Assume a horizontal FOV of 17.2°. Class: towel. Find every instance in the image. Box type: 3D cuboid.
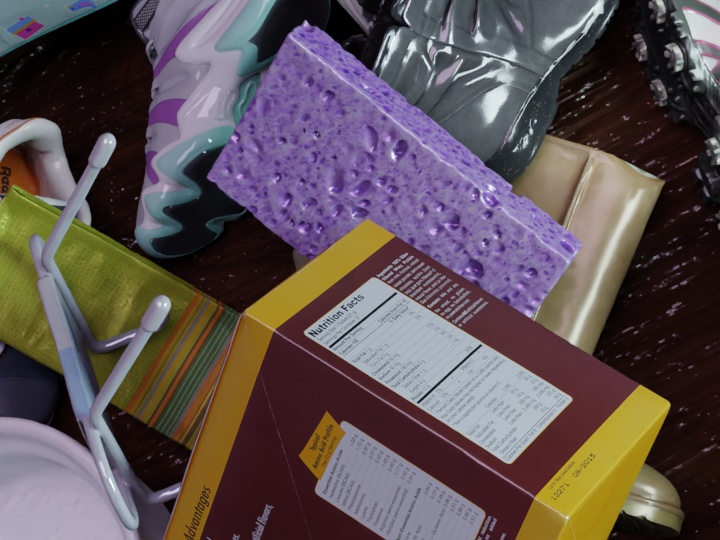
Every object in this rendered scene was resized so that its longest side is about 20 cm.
[{"bbox_3d":[-0.141,0.034,1.413,0.199,0.018,0.086,30,84,-9],"label":"towel"}]

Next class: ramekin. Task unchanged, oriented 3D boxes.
[{"bbox_3d":[-0.194,0.191,1.382,0.199,0.098,0.202,-4,79,22],"label":"ramekin"}]

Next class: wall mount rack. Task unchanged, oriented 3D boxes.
[{"bbox_3d":[-0.133,0.033,1.303,0.074,0.174,0.201,-21,54,-3],"label":"wall mount rack"}]

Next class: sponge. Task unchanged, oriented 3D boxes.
[{"bbox_3d":[0.016,-0.034,1.321,0.200,0.030,0.112,39,124,6],"label":"sponge"}]

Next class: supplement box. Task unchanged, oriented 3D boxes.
[{"bbox_3d":[0.023,0.120,1.278,0.199,0.133,0.198,32,125,16],"label":"supplement box"}]

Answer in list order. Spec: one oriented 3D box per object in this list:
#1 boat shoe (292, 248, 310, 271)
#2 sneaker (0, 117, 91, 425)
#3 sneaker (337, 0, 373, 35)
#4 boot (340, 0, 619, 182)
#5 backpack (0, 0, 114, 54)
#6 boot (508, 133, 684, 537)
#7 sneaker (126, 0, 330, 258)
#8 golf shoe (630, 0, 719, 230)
[{"bbox_3d":[0.000,0.000,1.409,0.068,0.075,0.202,-3,77,36],"label":"boat shoe"},{"bbox_3d":[-0.209,0.002,1.444,0.079,0.078,0.201,-27,65,47],"label":"sneaker"},{"bbox_3d":[0.000,-0.191,1.449,0.075,0.081,0.200,-43,68,3],"label":"sneaker"},{"bbox_3d":[0.074,-0.160,1.365,0.070,0.131,0.201,2,64,55],"label":"boot"},{"bbox_3d":[-0.243,-0.221,1.473,0.199,0.153,0.177,-31,50,20],"label":"backpack"},{"bbox_3d":[0.131,0.034,1.363,0.174,0.066,0.201,18,80,18],"label":"boot"},{"bbox_3d":[-0.109,-0.118,1.471,0.140,0.078,0.201,35,99,39],"label":"sneaker"},{"bbox_3d":[0.218,-0.113,1.384,0.088,0.077,0.201,-19,74,-11],"label":"golf shoe"}]
